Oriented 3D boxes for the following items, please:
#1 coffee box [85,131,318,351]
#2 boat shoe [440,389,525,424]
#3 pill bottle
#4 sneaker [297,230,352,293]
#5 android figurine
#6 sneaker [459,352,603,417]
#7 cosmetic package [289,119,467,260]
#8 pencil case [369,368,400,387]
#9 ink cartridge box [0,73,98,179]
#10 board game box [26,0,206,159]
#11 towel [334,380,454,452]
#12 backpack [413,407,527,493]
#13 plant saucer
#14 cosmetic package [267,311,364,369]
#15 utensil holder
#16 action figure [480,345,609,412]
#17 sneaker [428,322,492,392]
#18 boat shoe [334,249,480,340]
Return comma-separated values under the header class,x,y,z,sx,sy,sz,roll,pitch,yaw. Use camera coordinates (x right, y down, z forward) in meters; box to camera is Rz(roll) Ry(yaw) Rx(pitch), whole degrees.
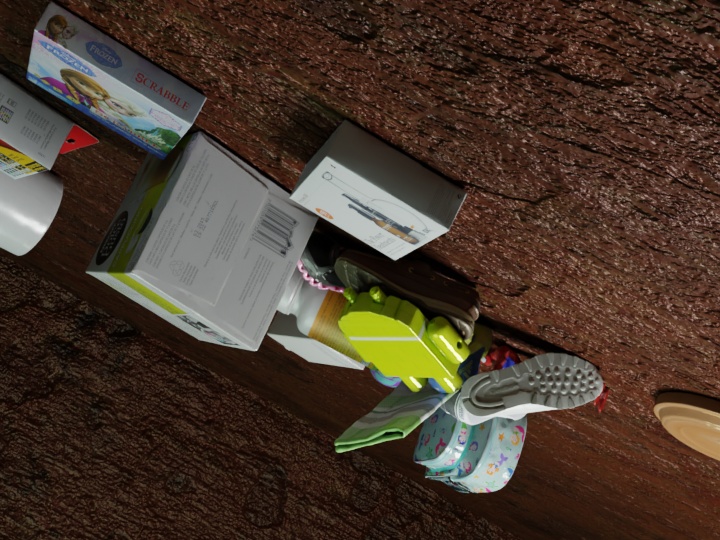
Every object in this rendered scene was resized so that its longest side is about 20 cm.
class,x,y,z,sx,sy,sz,roll,pitch,yaw
coffee box,-0.211,-0.036,1.471,0.199,0.202,0.197,33,165,-27
boat shoe,0.193,0.192,1.697,0.067,0.073,0.198,13,-166,41
pill bottle,-0.027,0.061,1.662,0.197,0.112,0.111,27,166,0
sneaker,0.000,0.000,1.524,0.199,0.080,0.095,33,142,-26
android figurine,0.050,0.088,1.445,0.180,0.041,0.200,-4,138,44
sneaker,0.234,0.162,1.540,0.196,0.078,0.081,-6,164,4
cosmetic package,0.013,-0.082,1.223,0.149,0.052,0.200,32,165,-8
pencil case,0.073,0.142,1.822,0.092,0.086,0.200,34,166,-4
ink cartridge box,-0.508,-0.199,1.667,0.174,0.085,0.199,34,164,-26
board game box,-0.293,-0.216,1.314,0.198,0.042,0.199,30,165,-13
towel,0.064,0.193,1.606,0.148,0.199,0.031,-23,96,42
backpack,0.195,0.292,1.946,0.149,0.180,0.199,27,163,-25
plant saucer,0.482,0.220,1.476,0.198,0.033,0.201,25,166,6
cosmetic package,-0.065,0.107,1.945,0.107,0.086,0.199,35,164,-28
utensil holder,-0.643,-0.142,1.944,0.199,0.172,0.169,33,164,-33
action figure,0.246,0.173,1.608,0.198,0.100,0.065,22,168,28
sneaker,0.105,0.110,1.527,0.198,0.107,0.075,16,172,-38
boat shoe,0.063,0.021,1.442,0.197,0.068,0.072,24,149,6
